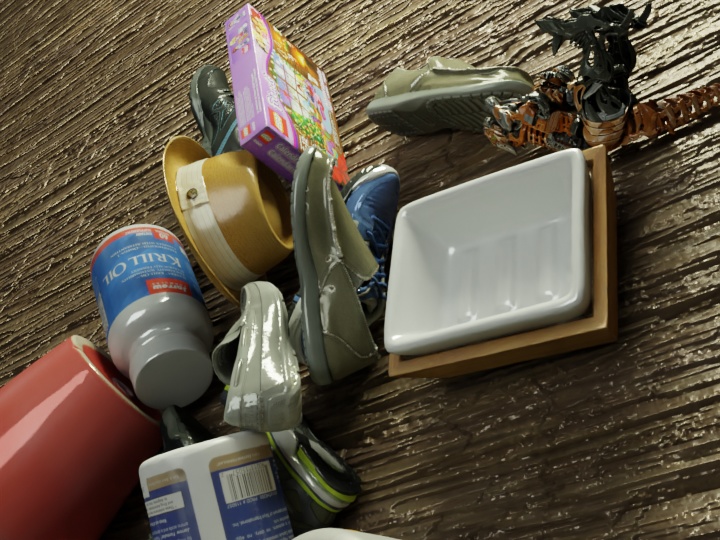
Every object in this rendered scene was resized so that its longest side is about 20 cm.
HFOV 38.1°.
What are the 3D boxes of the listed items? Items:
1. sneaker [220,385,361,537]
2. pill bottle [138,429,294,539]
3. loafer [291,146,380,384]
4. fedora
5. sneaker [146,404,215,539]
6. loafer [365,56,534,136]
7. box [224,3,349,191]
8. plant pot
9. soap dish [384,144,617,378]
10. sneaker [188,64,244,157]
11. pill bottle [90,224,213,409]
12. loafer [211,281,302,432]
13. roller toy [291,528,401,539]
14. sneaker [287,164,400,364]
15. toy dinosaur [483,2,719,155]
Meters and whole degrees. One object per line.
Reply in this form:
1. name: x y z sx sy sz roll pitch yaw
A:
1. sneaker: -0.081 0.168 0.933 0.081 0.074 0.200 -56 39 4
2. pill bottle: -0.103 0.239 0.836 0.110 0.110 0.202 -22 78 32
3. loafer: -0.020 -0.006 0.896 0.069 0.075 0.203 -6 88 0
4. fedora: -0.118 -0.058 1.038 0.081 0.201 0.202 -26 47 12
5. sneaker: -0.169 0.218 0.979 0.114 0.076 0.200 -42 47 6
6. loafer: 0.085 -0.176 0.993 0.199 0.075 0.070 4 71 45
7. box: -0.077 -0.173 1.100 0.039 0.136 0.202 -33 46 23
8. plant pot: -0.301 0.178 1.061 0.177 0.201 0.200 -46 41 -4
9. soap dish: 0.117 0.002 0.841 0.198 0.081 0.159 -17 54 36
10. sneaker: -0.152 -0.170 1.236 0.081 0.073 0.202 -21 55 12
11. pill bottle: -0.219 0.049 1.111 0.112 0.112 0.201 -44 43 12
12. loafer: -0.094 0.068 0.900 0.200 0.069 0.071 -112 20 -64
13. roller toy: 0.008 0.279 0.721 0.199 0.139 0.185 -4 70 49
14. sneaker: 0.000 0.000 0.971 0.077 0.075 0.202 18 87 42
15. toy dinosaur: 0.197 -0.146 0.860 0.197 0.137 0.102 -5 16 11
